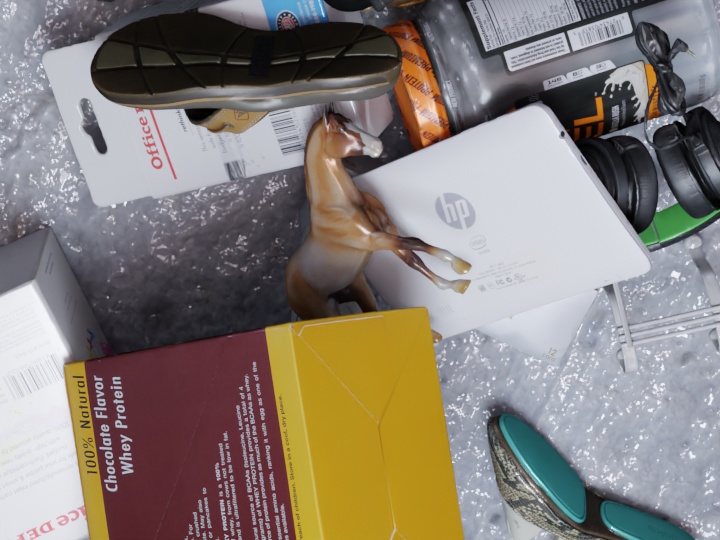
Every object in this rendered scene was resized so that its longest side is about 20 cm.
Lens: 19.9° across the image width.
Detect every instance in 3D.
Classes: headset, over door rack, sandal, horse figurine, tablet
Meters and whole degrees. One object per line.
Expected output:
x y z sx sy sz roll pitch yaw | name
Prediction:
0.180 -0.072 1.279 0.123 0.200 0.095 -16 69 -5 | headset
0.227 -0.044 1.403 0.147 0.067 0.201 -13 94 -1 | over door rack
-0.070 -0.116 1.254 0.198 0.082 0.055 0 133 10 | sandal
0.000 0.000 1.306 0.132 0.050 0.200 33 142 9 | horse figurine
0.074 -0.025 1.286 0.199 0.014 0.130 -20 114 41 | tablet

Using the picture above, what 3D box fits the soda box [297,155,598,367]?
0.058 -0.011 1.392 0.199 0.068 0.064 25 105 -11 | soda box

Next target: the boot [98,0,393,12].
-0.093 -0.201 1.205 0.158 0.079 0.211 -39 91 9 | boot

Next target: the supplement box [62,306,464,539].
-0.059 0.136 1.273 0.199 0.132 0.199 -12 86 40 | supplement box

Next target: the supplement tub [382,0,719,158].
0.120 -0.139 1.309 0.199 0.123 0.123 -18 108 -2 | supplement tub

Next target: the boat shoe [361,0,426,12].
0.031 -0.209 1.327 0.199 0.069 0.074 -20 108 2 | boat shoe

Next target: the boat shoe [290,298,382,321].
-0.007 0.101 1.423 0.071 0.066 0.201 -5 108 -3 | boat shoe

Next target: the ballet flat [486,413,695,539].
0.153 0.182 1.467 0.199 0.068 0.075 34 118 -16 | ballet flat

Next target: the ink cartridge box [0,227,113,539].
-0.225 0.099 1.374 0.128 0.125 0.201 -23 108 3 | ink cartridge box

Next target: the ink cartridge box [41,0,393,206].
-0.093 -0.121 1.329 0.199 0.068 0.117 -11 109 21 | ink cartridge box
